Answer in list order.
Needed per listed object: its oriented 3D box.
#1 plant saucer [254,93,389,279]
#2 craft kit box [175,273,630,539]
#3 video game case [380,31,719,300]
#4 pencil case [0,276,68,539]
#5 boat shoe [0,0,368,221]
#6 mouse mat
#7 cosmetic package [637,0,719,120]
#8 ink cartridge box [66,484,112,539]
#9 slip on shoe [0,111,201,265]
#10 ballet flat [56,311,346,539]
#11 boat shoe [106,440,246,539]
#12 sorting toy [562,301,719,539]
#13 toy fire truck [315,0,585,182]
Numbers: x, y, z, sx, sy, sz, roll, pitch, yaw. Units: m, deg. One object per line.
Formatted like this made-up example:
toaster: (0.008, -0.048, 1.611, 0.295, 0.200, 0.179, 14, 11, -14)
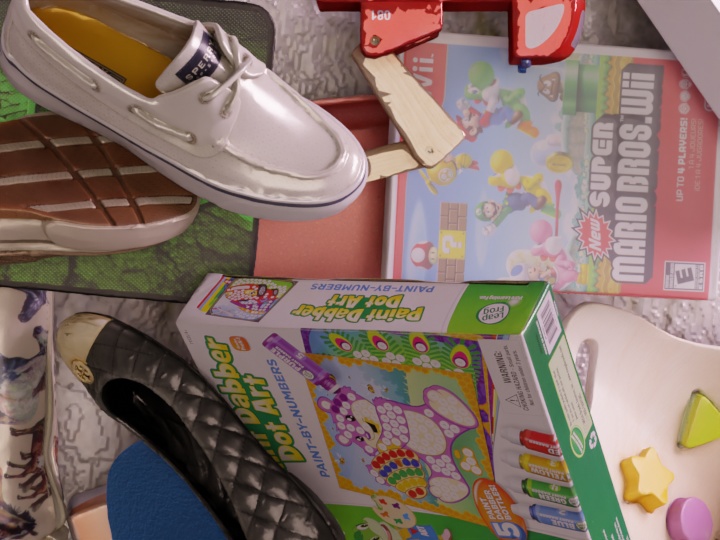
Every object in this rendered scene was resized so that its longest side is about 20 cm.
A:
plant saucer: (0.000, 0.000, 0.959, 0.198, 0.037, 0.202, -7, 94, -9)
craft kit box: (0.026, 0.090, 0.857, 0.049, 0.196, 0.201, -56, 136, -40)
video game case: (0.114, -0.059, 0.949, 0.198, 0.017, 0.144, 3, 92, -10)
pencil case: (-0.200, 0.055, 0.908, 0.089, 0.078, 0.202, 0, 94, 19)
boat shoe: (-0.083, -0.091, 0.821, 0.199, 0.070, 0.071, 27, 62, -5)
mouse mat: (-0.148, -0.068, 0.863, 0.198, 0.008, 0.162, 5, 94, -8)
cosmetic package: (0.241, -0.158, 0.951, 0.200, 0.052, 0.151, 53, 56, -12)
ink cartridge box: (-0.054, 0.182, 0.972, 0.199, 0.050, 0.163, -18, 100, -5)
slip on shoe: (-0.182, -0.031, 0.832, 0.198, 0.061, 0.076, -6, 61, -21)
ballet flat: (-0.090, 0.094, 0.855, 0.200, 0.067, 0.057, 42, 61, 15)
boat shoe: (-0.079, 0.185, 0.890, 0.084, 0.069, 0.201, -27, 65, -7)
sorting toy: (0.172, 0.113, 0.953, 0.180, 0.107, 0.201, 38, 54, -12)
toy fire truck: (0.023, -0.107, 0.898, 0.198, 0.049, 0.142, 0, 92, 1)
